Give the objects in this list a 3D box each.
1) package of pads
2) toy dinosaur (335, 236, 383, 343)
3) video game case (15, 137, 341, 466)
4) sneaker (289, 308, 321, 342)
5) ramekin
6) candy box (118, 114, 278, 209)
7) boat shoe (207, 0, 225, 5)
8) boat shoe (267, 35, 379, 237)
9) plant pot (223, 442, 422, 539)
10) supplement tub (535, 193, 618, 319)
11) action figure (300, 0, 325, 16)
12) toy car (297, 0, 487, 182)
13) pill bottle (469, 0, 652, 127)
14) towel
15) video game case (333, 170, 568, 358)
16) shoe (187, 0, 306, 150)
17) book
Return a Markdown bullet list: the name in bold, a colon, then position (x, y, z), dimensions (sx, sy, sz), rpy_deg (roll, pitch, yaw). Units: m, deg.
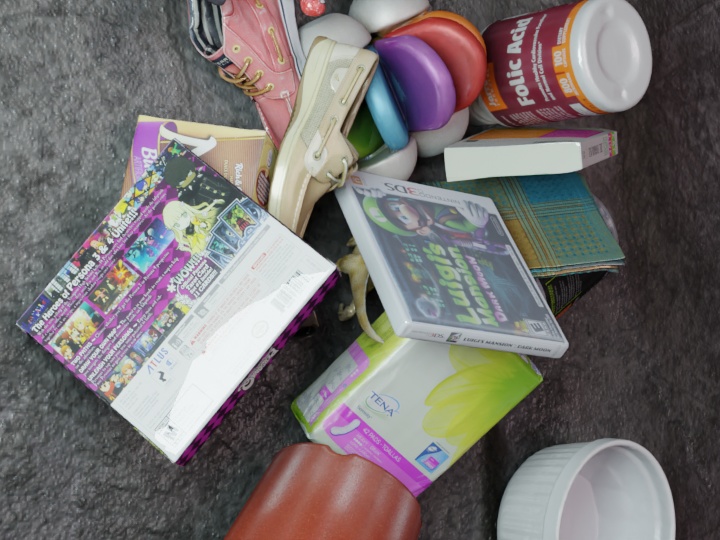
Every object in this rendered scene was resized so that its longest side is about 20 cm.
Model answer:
- **package of pads**: position (0.051, 0.113, 1.386), dimensions (0.200, 0.068, 0.155), rpy_deg (-44, 122, 3)
- **toy dinosaur**: position (0.000, 0.000, 1.369), dimensions (0.058, 0.101, 0.200), rpy_deg (35, 44, -16)
- **video game case**: position (-0.145, 0.023, 1.174), dimensions (0.200, 0.181, 0.036), rpy_deg (-51, 164, -6)
- **sneaker**: position (-0.111, 0.045, 1.272), dimensions (0.199, 0.114, 0.076), rpy_deg (-36, 111, -31)
- **ramekin**: position (0.237, 0.278, 1.574), dimensions (0.200, 0.105, 0.201), rpy_deg (2, 87, -41)
- **candy box**: position (-0.147, -0.024, 1.235), dimensions (0.056, 0.116, 0.201), rpy_deg (56, 44, -73)
- **boat shoe**: position (-0.106, -0.284, 1.272), dimensions (0.065, 0.072, 0.200), rpy_deg (37, 37, -6)
- **boat shoe**: position (-0.033, -0.103, 1.276), dimensions (0.065, 0.072, 0.201), rpy_deg (14, 80, 4)
- **plant pot**: position (-0.046, 0.271, 1.277), dimensions (0.201, 0.200, 0.196), rpy_deg (49, 50, -29)
- **supplement tub**: position (0.166, 0.001, 1.512), dimensions (0.200, 0.122, 0.123), rpy_deg (-36, 111, -37)
- **action figure**: position (-0.027, -0.303, 1.340), dimensions (0.099, 0.065, 0.201), rpy_deg (16, 53, -25)
- **toy car**: position (0.042, -0.178, 1.392), dimensions (0.200, 0.150, 0.176), rpy_deg (-37, 112, -36)
- **pill bottle**: position (0.183, -0.205, 1.485), dimensions (0.114, 0.200, 0.115), rpy_deg (3, 85, -41)
- **towel**: position (0.145, -0.042, 1.452), dimensions (0.199, 0.147, 0.022), rpy_deg (-6, 134, -11)
- **video game case**: position (0.079, -0.008, 1.330), dimensions (0.181, 0.023, 0.200), rpy_deg (9, 40, -32)
- **shoe**: position (-0.097, -0.182, 1.326), dimensions (0.091, 0.071, 0.201), rpy_deg (-14, 92, -40)
- **book**: position (0.175, -0.119, 1.466), dimensions (0.200, 0.133, 0.048), rpy_deg (-22, 109, -68)
